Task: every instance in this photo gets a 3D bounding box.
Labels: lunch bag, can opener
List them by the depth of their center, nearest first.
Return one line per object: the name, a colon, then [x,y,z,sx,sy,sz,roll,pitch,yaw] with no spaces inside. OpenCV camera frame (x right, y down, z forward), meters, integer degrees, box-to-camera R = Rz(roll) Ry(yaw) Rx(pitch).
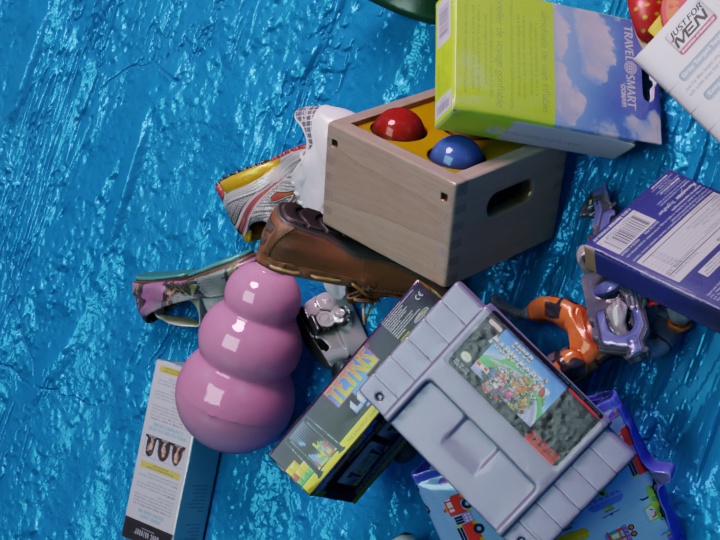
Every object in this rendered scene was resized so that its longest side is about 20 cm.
lunch bag: [0.168,0.193,1.199,0.199,0.094,0.151,-20,103,24]
can opener: [-0.004,0.108,1.417,0.201,0.052,0.067,63,155,28]

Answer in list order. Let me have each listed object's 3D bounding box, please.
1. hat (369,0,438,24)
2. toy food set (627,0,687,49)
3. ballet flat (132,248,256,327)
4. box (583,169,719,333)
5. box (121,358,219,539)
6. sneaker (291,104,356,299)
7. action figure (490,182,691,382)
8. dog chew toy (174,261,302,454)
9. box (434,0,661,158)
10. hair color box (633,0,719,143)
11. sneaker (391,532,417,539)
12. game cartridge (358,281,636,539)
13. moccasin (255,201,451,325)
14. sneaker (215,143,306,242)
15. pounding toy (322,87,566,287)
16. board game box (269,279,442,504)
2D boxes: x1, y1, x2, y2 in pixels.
hat: [0.069,-0.352,1.380,0.177,0.199,0.166,-65,12,-7]
toy food set: [0.316,-0.247,1.197,0.200,0.049,0.198,-52,58,19]
ballet flat: [-0.174,0.025,1.556,0.199,0.069,0.072,-11,94,41]
box: [0.295,-0.006,1.147,0.199,0.121,0.033,29,146,39]
box: [-0.199,0.204,1.552,0.082,0.049,0.202,13,91,40]
sneaker: [-0.027,-0.067,1.398,0.080,0.076,0.201,11,117,15]
action figure: [0.211,0.030,1.242,0.193,0.105,0.201,-20,43,29]
dog chew toy: [-0.115,0.082,1.443,0.124,0.124,0.201,31,113,37]
box: [0.163,-0.171,1.238,0.048,0.199,0.123,142,133,-64]
hair color box: [0.323,-0.134,1.121,0.200,0.061,0.099,48,111,18]
sneaker: [0.026,0.345,1.345,0.081,0.075,0.201,23,100,25]
game cartridge: [0.110,0.120,1.150,0.200,0.038,0.130,44,104,12]
moccasin: [0.000,0.001,1.341,0.074,0.200,0.078,-108,38,-56]
sneaker: [-0.057,-0.085,1.476,0.199,0.078,0.083,-20,89,37]
pounding toy: [0.082,-0.111,1.297,0.184,0.199,0.143,29,127,36]
board game box: [0.022,0.113,1.276,0.057,0.165,0.200,41,89,17]
